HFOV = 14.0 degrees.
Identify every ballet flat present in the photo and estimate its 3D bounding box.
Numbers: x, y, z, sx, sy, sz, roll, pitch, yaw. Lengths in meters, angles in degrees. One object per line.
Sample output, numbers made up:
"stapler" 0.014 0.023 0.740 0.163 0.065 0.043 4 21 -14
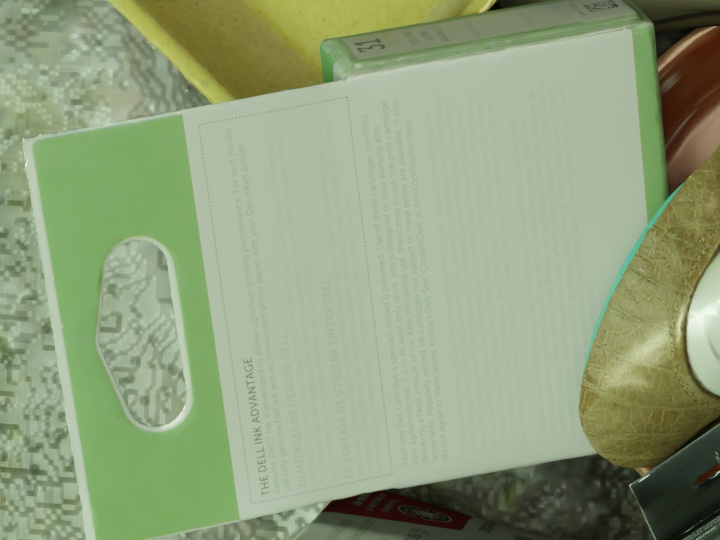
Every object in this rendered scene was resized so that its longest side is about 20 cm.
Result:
"ballet flat" 0.141 -0.018 0.900 0.068 0.072 0.200 35 90 -33

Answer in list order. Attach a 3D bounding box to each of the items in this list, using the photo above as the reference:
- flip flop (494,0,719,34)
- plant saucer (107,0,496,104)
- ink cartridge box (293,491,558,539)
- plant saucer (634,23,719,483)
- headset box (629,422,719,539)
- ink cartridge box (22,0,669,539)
"flip flop" 0.135 -0.124 0.964 0.200 0.058 0.081 -6 50 12
"plant saucer" -0.010 -0.159 0.981 0.200 0.048 0.200 44 100 17
"ink cartridge box" 0.072 0.141 0.954 0.200 0.147 0.083 15 96 6
"plant saucer" 0.169 0.002 0.992 0.200 0.032 0.201 0 93 7
"headset box" 0.154 0.127 0.816 0.149 0.075 0.200 -36 88 22
"ink cartridge box" 0.000 0.000 0.929 0.200 0.048 0.146 -10 112 -7
